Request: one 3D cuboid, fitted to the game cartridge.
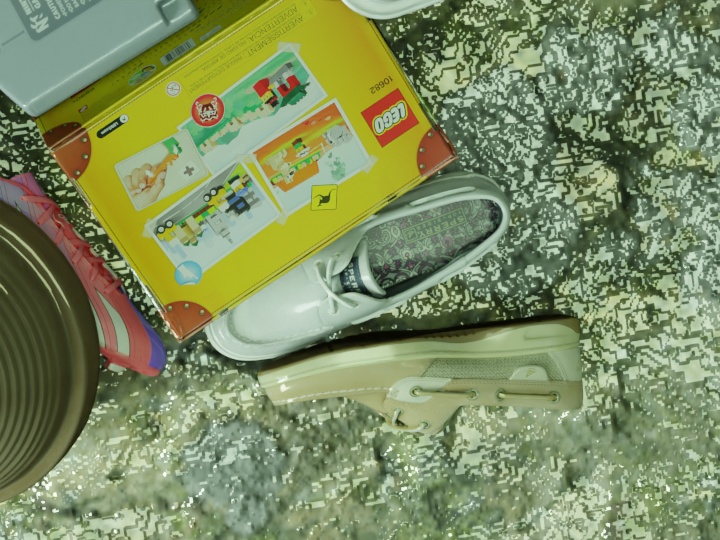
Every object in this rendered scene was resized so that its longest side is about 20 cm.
[{"bbox_3d":[-0.194,-0.196,1.535,0.133,0.040,0.201,-29,75,1],"label":"game cartridge"}]

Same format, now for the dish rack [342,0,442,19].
[{"bbox_3d":[0.041,-0.255,1.469,0.171,0.044,0.201,-20,95,-8],"label":"dish rack"}]

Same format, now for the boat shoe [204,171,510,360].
[{"bbox_3d":[0.000,0.000,1.589,0.199,0.069,0.072,-18,97,-4],"label":"boat shoe"}]

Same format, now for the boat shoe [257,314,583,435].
[{"bbox_3d":[0.038,0.069,1.600,0.199,0.072,0.065,-7,94,-11],"label":"boat shoe"}]

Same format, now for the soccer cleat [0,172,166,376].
[{"bbox_3d":[-0.190,-0.012,1.573,0.199,0.067,0.077,35,86,-5],"label":"soccer cleat"}]

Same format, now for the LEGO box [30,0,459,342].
[{"bbox_3d":[-0.068,-0.080,1.548,0.199,0.077,0.149,-33,117,-1],"label":"LEGO box"}]

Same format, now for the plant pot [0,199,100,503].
[{"bbox_3d":[-0.256,0.055,1.519,0.199,0.093,0.202,4,110,11],"label":"plant pot"}]
